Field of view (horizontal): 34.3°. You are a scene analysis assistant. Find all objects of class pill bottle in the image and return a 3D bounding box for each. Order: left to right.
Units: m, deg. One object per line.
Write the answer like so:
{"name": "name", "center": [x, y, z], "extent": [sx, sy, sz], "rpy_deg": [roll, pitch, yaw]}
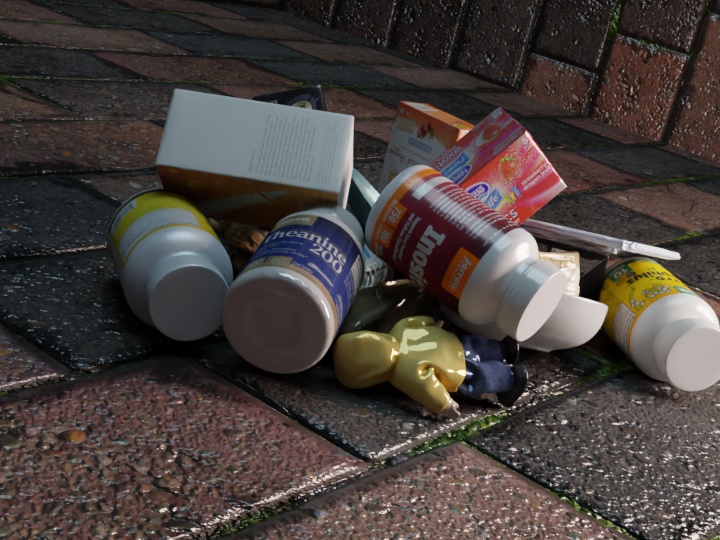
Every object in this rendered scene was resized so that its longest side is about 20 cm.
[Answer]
{"name": "pill bottle", "center": [-0.194, -0.005, 1.206], "extent": [0.112, 0.112, 0.200], "rpy_deg": [7, 19, -22]}
{"name": "pill bottle", "center": [-0.057, 0.008, 1.172], "extent": [0.111, 0.111, 0.200], "rpy_deg": [16, 29, 6]}
{"name": "pill bottle", "center": [0.111, -0.016, 1.224], "extent": [0.200, 0.113, 0.113], "rpy_deg": [36, 25, 25]}
{"name": "pill bottle", "center": [0.367, 0.067, 1.427], "extent": [0.112, 0.113, 0.200], "rpy_deg": [10, 19, -15]}

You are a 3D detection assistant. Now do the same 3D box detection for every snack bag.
{"name": "snack bag", "center": [0.289, -0.039, 1.491], "extent": [0.200, 0.021, 0.188], "rpy_deg": [15, 5, 36]}

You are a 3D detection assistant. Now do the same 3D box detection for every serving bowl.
{"name": "serving bowl", "center": [0.181, 0.055, 1.354], "extent": [0.199, 0.066, 0.200], "rpy_deg": [12, -3, 1]}

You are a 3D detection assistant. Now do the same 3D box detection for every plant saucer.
{"name": "plant saucer", "center": [0.036, -0.052, 1.520], "extent": [0.200, 0.027, 0.200], "rpy_deg": [51, 8, -10]}

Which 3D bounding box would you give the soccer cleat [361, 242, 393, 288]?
{"name": "soccer cleat", "center": [0.000, 0.000, 1.413], "extent": [0.086, 0.070, 0.200], "rpy_deg": [15, 18, -3]}

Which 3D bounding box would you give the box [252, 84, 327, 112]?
{"name": "box", "center": [-0.072, -0.127, 1.468], "extent": [0.086, 0.164, 0.200], "rpy_deg": [-10, -4, 0]}

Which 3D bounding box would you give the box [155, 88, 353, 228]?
{"name": "box", "center": [-0.112, -0.117, 1.295], "extent": [0.199, 0.098, 0.124], "rpy_deg": [9, -21, 3]}

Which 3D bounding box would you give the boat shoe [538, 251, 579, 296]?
{"name": "boat shoe", "center": [0.174, -0.015, 1.369], "extent": [0.199, 0.069, 0.074], "rpy_deg": [13, -4, -29]}

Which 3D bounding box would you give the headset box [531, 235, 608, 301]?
{"name": "headset box", "center": [0.204, -0.012, 1.532], "extent": [0.148, 0.077, 0.200], "rpy_deg": [12, 3, -24]}

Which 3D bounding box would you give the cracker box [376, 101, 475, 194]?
{"name": "cracker box", "center": [0.090, -0.122, 1.639], "extent": [0.058, 0.201, 0.134], "rpy_deg": [-3, 24, -39]}

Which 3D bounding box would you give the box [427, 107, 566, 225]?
{"name": "box", "center": [0.135, -0.089, 1.426], "extent": [0.100, 0.200, 0.096], "rpy_deg": [48, 6, -29]}

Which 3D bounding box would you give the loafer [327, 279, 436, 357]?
{"name": "loafer", "center": [0.019, 0.046, 1.276], "extent": [0.067, 0.076, 0.200], "rpy_deg": [23, 21, 27]}

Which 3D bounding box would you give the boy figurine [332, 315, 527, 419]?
{"name": "boy figurine", "center": [0.069, 0.098, 1.178], "extent": [0.199, 0.065, 0.125], "rpy_deg": [4, 46, -20]}

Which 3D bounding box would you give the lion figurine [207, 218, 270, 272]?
{"name": "lion figurine", "center": [-0.141, -0.057, 1.479], "extent": [0.122, 0.073, 0.200], "rpy_deg": [26, 14, 6]}

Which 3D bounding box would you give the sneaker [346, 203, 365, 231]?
{"name": "sneaker", "center": [-0.078, -0.081, 1.610], "extent": [0.200, 0.080, 0.071], "rpy_deg": [32, -11, -13]}
